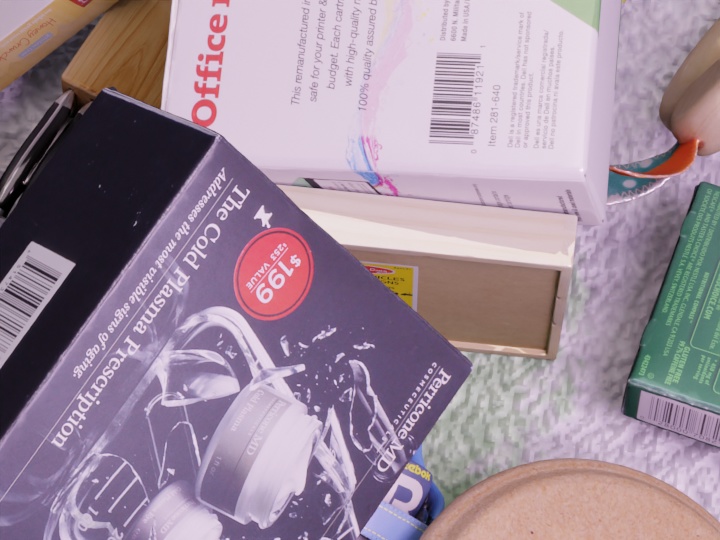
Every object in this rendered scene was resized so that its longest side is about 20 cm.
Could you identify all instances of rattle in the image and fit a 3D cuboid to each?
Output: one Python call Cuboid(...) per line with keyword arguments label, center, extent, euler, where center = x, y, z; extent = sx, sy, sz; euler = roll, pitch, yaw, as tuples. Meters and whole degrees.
Cuboid(label="rattle", center=(0.210, -0.064, 1.386), extent=(0.143, 0.130, 0.200), euler=(52, 47, -21))

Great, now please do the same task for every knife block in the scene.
Cuboid(label="knife block", center=(-0.116, -0.095, 1.409), extent=(0.175, 0.064, 0.201), euler=(-14, 62, -10))

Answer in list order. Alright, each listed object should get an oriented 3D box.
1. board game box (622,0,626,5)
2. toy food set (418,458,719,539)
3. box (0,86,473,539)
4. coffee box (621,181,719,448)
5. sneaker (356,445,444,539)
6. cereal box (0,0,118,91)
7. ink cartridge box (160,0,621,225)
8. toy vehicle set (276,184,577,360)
Cuboid(label="board game box", center=(0.102, -0.193, 1.447), extent=(0.103, 0.105, 0.200), euler=(29, 64, 15))
Cuboid(label="toy food set", center=(0.102, 0.183, 1.244), extent=(0.198, 0.049, 0.200), euler=(34, 63, -3))
Cuboid(label="box", center=(-0.085, 0.060, 1.191), extent=(0.200, 0.182, 0.104), euler=(-55, 37, -8))
Cuboid(label="coffee box", center=(0.236, 0.044, 1.323), extent=(0.199, 0.044, 0.123), euler=(17, 62, 10))
Cuboid(label="sneaker", center=(-0.010, 0.123, 1.269), extent=(0.082, 0.074, 0.201), euler=(-16, 56, 35))
Cuboid(label="cereal box", center=(-0.196, -0.196, 1.437), extent=(0.144, 0.039, 0.201), euler=(-35, 59, 23))
Cuboid(label="ink cartridge box", center=(0.017, -0.104, 1.296), extent=(0.199, 0.084, 0.146), euler=(3, 75, 11))
Cuboid(label="toy vehicle set", center=(0.000, 0.000, 1.323), extent=(0.199, 0.124, 0.027), euler=(6, 68, 1))
